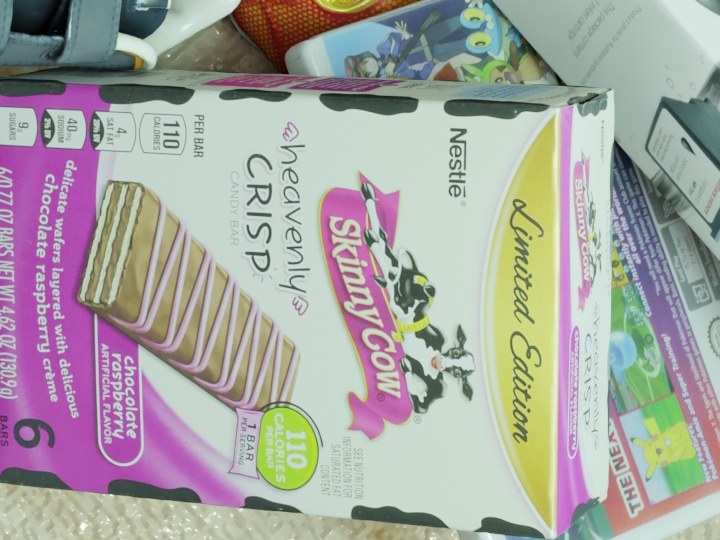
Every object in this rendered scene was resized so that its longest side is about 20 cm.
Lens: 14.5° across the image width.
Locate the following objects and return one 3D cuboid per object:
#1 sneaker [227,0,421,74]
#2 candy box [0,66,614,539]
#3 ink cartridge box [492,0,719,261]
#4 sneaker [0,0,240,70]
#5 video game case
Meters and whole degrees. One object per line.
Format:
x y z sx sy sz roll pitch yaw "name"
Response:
-0.029 -0.126 0.961 0.073 0.077 0.200 -36 104 0 "sneaker"
-0.022 0.006 0.904 0.200 0.061 0.137 3 100 21 "candy box"
0.163 -0.075 0.932 0.146 0.086 0.200 -37 80 -25 "ink cartridge box"
-0.109 -0.101 0.886 0.079 0.200 0.079 9 102 27 "sneaker"
0.087 -0.009 0.972 0.182 0.023 0.200 -20 91 -25 "video game case"
